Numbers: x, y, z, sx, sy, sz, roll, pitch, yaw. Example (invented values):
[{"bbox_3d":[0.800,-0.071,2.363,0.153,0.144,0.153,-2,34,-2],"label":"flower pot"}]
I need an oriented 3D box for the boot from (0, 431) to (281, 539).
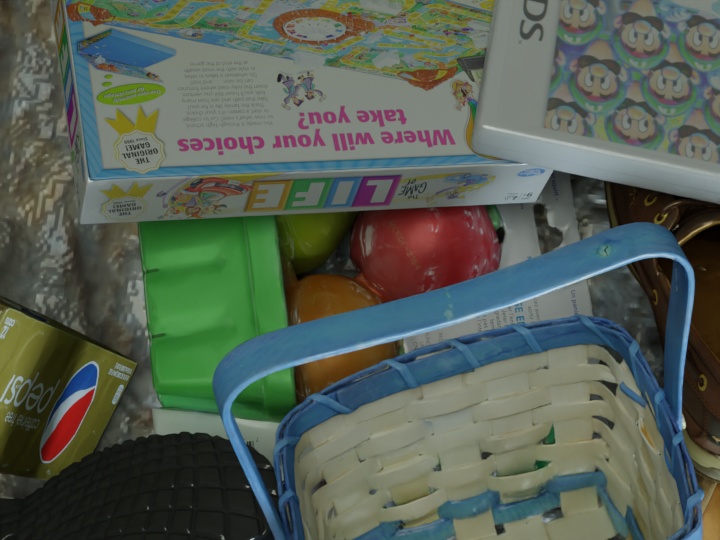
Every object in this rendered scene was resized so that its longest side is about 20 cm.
[{"bbox_3d":[-0.100,0.145,0.842,0.199,0.132,0.070,-13,40,22],"label":"boot"}]

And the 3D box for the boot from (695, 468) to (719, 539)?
[{"bbox_3d":[0.184,0.164,0.837,0.144,0.071,0.202,23,76,-2],"label":"boot"}]

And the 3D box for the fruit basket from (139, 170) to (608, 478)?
[{"bbox_3d":[0.000,0.000,0.873,0.199,0.094,0.186,-6,76,-9],"label":"fruit basket"}]

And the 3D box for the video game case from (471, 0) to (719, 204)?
[{"bbox_3d":[0.158,-0.109,0.842,0.199,0.024,0.183,12,58,-1],"label":"video game case"}]

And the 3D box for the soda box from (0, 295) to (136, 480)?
[{"bbox_3d":[-0.161,0.045,0.830,0.064,0.200,0.068,25,85,12],"label":"soda box"}]

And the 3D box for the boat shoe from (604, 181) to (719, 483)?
[{"bbox_3d":[0.151,-0.010,0.833,0.072,0.068,0.201,-9,57,-1],"label":"boat shoe"}]

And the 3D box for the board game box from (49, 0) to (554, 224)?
[{"bbox_3d":[-0.028,-0.090,0.828,0.199,0.034,0.135,-3,62,-16],"label":"board game box"}]

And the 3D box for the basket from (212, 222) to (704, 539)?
[{"bbox_3d":[0.042,0.077,0.743,0.176,0.200,0.139,-14,49,-5],"label":"basket"}]
